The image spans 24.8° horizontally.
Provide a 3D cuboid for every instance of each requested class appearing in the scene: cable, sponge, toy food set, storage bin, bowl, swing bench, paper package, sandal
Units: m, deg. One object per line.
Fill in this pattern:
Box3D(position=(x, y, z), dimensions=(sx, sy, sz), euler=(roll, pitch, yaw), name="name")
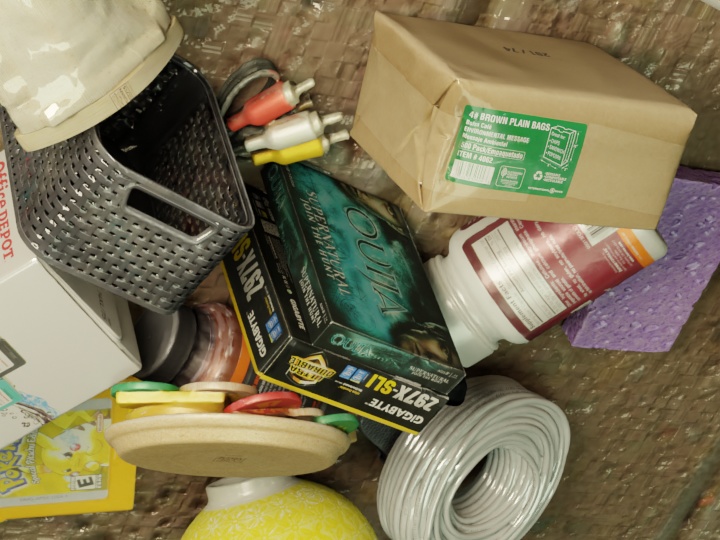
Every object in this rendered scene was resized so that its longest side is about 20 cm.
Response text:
Box3D(position=(-0.111, -0.093, 1.268), dimensions=(0.200, 0.050, 0.097), euler=(-29, 135, 6), name="cable")
Box3D(position=(0.270, -0.009, 1.491), dimensions=(0.111, 0.030, 0.200), euler=(4, 128, -23), name="sponge")
Box3D(position=(-0.100, 0.125, 1.281), dimensions=(0.199, 0.049, 0.198), euler=(1, 164, 2), name="toy food set")
Box3D(position=(-0.169, -0.081, 1.155), dimensions=(0.135, 0.200, 0.094), euler=(27, 117, -36), name="storage bin")
Box3D(position=(-0.090, 0.240, 1.510), dimensions=(0.200, 0.200, 0.108), euler=(-16, 91, -4), name="bowl")
Box3D(position=(-0.206, -0.221, 1.018), dimensions=(0.130, 0.200, 0.199), euler=(-24, 134, 2), name="swing bench")
Box3D(position=(0.116, -0.112, 1.226), dimensions=(0.200, 0.191, 0.104), euler=(5, 111, -22), name="paper package")
Box3D(position=(0.108, 0.194, 1.551), dimensions=(0.200, 0.069, 0.200), euler=(-19, 127, -31), name="cable")
Box3D(position=(0.043, 0.162, 1.557), dimensions=(0.076, 0.043, 0.200), euler=(-38, 135, -12), name="sandal")

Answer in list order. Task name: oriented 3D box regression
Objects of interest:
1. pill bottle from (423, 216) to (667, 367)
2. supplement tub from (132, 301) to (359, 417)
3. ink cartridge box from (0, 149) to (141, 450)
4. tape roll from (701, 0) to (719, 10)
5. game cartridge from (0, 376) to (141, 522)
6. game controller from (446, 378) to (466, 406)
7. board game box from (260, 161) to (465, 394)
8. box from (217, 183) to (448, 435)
Box3D(position=(0.148, -0.009, 1.389), dimensions=(0.200, 0.114, 0.114), euler=(-33, 133, 12), name="pill bottle")
Box3D(position=(-0.101, 0.093, 1.400), dimensions=(0.200, 0.107, 0.107), euler=(29, 116, -36), name="supplement tub")
Box3D(position=(-0.295, 0.036, 1.254), dimensions=(0.200, 0.147, 0.146), euler=(-30, 133, 7), name="ink cartridge box")
Box3D(position=(0.251, -0.289, 1.115), dimensions=(0.139, 0.203, 0.203), euler=(20, 122, -31), name="tape roll")
Box3D(position=(-0.295, 0.154, 1.440), dimensions=(0.199, 0.032, 0.177), euler=(-4, 131, -17), name="game cartridge")
Box3D(position=(0.006, 0.059, 1.408), dimensions=(0.200, 0.104, 0.042), euler=(22, 123, -33), name="game controller")
Box3D(position=(0.000, 0.000, 1.285), dimensions=(0.135, 0.200, 0.028), euler=(22, 123, -34), name="board game box")
Box3D(position=(-0.029, 0.027, 1.301), dimensions=(0.160, 0.200, 0.049), euler=(25, 118, -35), name="box")
